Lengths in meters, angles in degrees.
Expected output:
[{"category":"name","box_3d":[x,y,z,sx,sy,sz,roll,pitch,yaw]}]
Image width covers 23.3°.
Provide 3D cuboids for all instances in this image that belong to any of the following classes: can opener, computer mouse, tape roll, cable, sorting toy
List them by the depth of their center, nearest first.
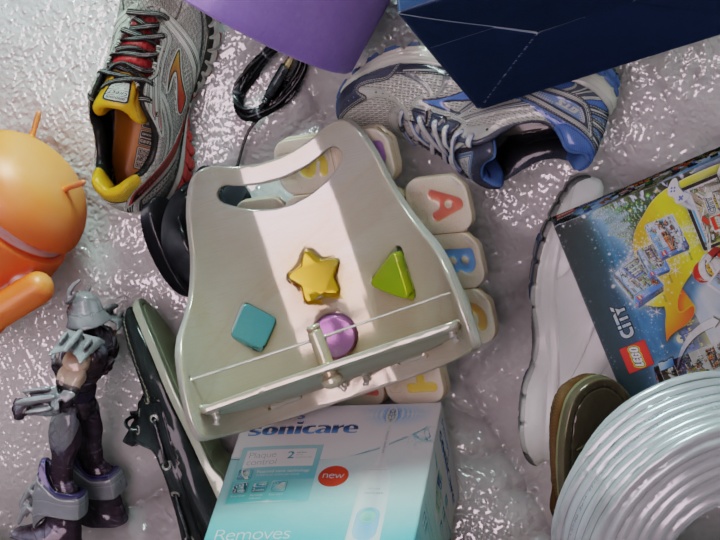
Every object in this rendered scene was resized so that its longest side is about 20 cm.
[{"category":"cable","box_3d":[0.215,0.161,1.080,0.199,0.069,0.200,30,105,-28]},{"category":"sorting toy","box_3d":[-0.034,-0.002,1.175,0.199,0.107,0.181,-18,83,7]},{"category":"tape roll","box_3d":[-0.072,-0.218,1.176,0.199,0.200,0.085,34,105,16]},{"category":"can opener","box_3d":[-0.085,0.026,1.255,0.063,0.079,0.201,-34,98,-19]},{"category":"computer mouse","box_3d":[-0.094,-0.078,1.281,0.058,0.034,0.201,27,102,18]}]

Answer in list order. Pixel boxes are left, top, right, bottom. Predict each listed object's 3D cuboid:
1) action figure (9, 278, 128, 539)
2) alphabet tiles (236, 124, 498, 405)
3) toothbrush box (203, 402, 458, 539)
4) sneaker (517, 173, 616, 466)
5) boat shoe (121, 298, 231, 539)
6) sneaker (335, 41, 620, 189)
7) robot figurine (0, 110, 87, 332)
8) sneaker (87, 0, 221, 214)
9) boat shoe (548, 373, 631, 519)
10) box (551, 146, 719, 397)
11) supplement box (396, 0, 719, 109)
[{"category":"action figure","box_3d":[-0.213,0.103,1.292,0.069,0.130,0.202,11,108,19]},{"category":"alphabet tiles","box_3d":[0.000,0.000,1.225,0.194,0.015,0.202,-4,106,32]},{"category":"toothbrush box","box_3d":[-0.021,0.184,1.167,0.145,0.201,0.086,-2,124,15]},{"category":"sneaker","box_3d":[0.154,0.034,1.182,0.086,0.075,0.202,4,101,9]},{"category":"boat shoe","box_3d":[-0.142,0.122,1.289,0.066,0.075,0.201,-26,92,10]},{"category":"sneaker","box_3d":[0.072,-0.101,1.178,0.198,0.077,0.086,0,63,22]},{"category":"robot figurine","box_3d":[-0.284,-0.022,1.313,0.116,0.144,0.200,39,107,-15]},{"category":"sneaker","box_3d":[-0.154,-0.139,1.275,0.077,0.082,0.202,6,94,21]},{"category":"boat shoe","box_3d":[0.151,0.149,1.142,0.068,0.072,0.201,34,144,56]},{"category":"box","box_3d":[0.223,0.033,1.125,0.136,0.038,0.201,-22,98,8]},{"category":"supplement box","box_3d":[0.128,-0.242,1.097,0.199,0.134,0.201,-15,63,21]}]
